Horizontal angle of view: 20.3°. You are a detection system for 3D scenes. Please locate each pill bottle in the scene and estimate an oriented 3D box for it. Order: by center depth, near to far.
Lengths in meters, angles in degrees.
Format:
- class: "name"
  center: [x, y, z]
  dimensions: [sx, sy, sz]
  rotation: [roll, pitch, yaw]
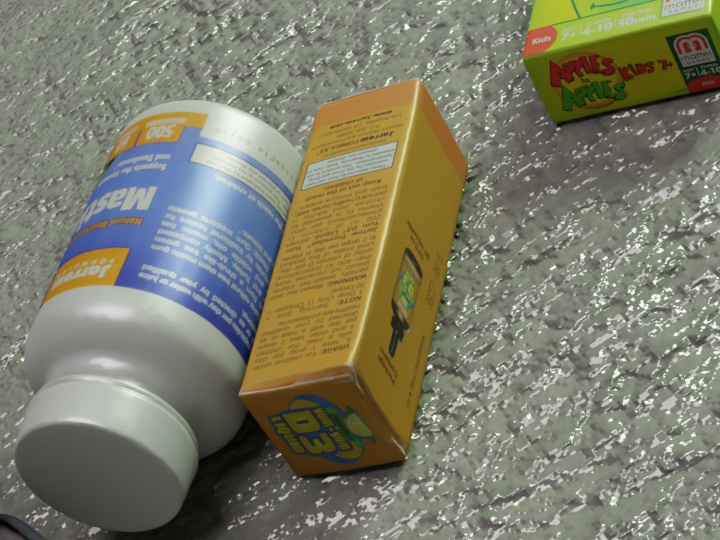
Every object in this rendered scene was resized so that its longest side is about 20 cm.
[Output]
- class: "pill bottle"
  center: [-0.097, 0.022, 0.976]
  dimensions: [0.112, 0.112, 0.201]
  rotation: [-9, 42, 28]

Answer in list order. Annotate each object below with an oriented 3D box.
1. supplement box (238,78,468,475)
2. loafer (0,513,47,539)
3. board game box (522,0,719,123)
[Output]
- class: "supplement box"
  center: [0.000, 0.000, 0.969]
  dimensions: [0.069, 0.067, 0.201]
  rotation: [-13, 40, 24]
- class: "loafer"
  center: [-0.197, 0.148, 0.931]
  dimensions: [0.063, 0.072, 0.200]
  rotation: [-20, 18, -35]
- class: "board game box"
  center: [0.153, -0.171, 1.065]
  dimensions: [0.101, 0.048, 0.201]
  rotation: [-11, 42, 26]
